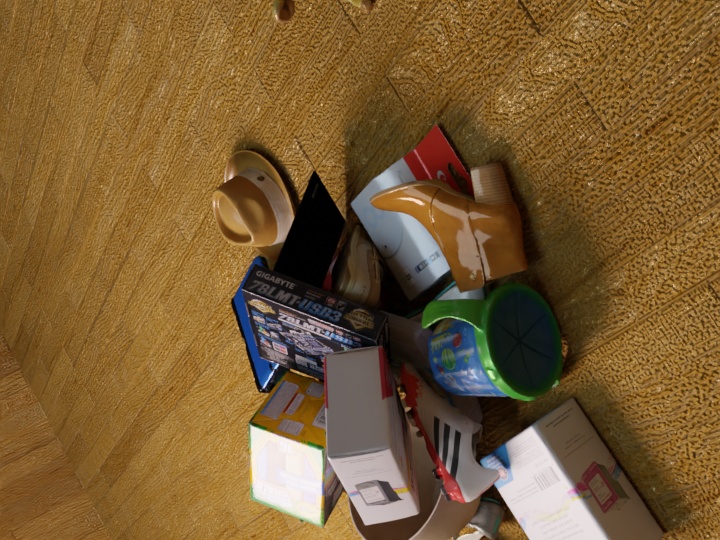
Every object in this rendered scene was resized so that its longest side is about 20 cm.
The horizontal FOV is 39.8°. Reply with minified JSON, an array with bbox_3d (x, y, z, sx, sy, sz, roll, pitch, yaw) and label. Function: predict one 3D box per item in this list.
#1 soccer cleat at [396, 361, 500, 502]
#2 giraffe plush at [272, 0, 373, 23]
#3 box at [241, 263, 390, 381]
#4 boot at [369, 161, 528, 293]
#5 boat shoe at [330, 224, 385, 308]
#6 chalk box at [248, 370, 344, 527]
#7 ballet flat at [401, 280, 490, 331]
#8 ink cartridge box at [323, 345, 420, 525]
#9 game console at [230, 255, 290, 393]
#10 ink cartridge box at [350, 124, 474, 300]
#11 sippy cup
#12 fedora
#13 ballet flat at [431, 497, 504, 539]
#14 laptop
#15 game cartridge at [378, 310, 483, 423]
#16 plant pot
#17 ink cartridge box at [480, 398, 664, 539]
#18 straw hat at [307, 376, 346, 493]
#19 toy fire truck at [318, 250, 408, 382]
[{"bbox_3d":[0.112,0.202,1.294,0.069,0.084,0.202,65,180,-63],"label":"soccer cleat"},{"bbox_3d":[-0.044,-0.381,1.171,0.199,0.161,0.175,-26,90,56],"label":"giraffe plush"},{"bbox_3d":[-0.056,0.089,1.351,0.197,0.050,0.200,19,151,14],"label":"box"},{"bbox_3d":[0.105,-0.044,1.226,0.198,0.070,0.147,-10,92,34],"label":"boot"},{"bbox_3d":[0.000,0.000,1.376,0.065,0.201,0.075,25,115,-8],"label":"boat shoe"},{"bbox_3d":[-0.082,0.272,1.434,0.122,0.125,0.203,16,127,16],"label":"chalk box"},{"bbox_3d":[0.109,0.065,1.335,0.070,0.069,0.200,60,143,6],"label":"ballet flat"},{"bbox_3d":[0.015,0.214,1.280,0.201,0.084,0.150,67,-166,-52],"label":"ink cartridge box"},{"bbox_3d":[-0.132,0.107,1.644,0.172,0.117,0.202,-56,42,34],"label":"game console"},{"bbox_3d":[0.081,-0.070,1.304,0.162,0.047,0.200,59,147,8],"label":"ink cartridge box"},{"bbox_3d":[0.155,0.096,1.216,0.129,0.139,0.180,-20,101,48],"label":"sippy cup"},{"bbox_3d":[-0.183,-0.094,1.617,0.199,0.081,0.204,32,135,38],"label":"fedora"},{"bbox_3d":[0.135,0.375,1.488,0.199,0.067,0.065,-18,52,54],"label":"ballet flat"},{"bbox_3d":[-0.099,-0.014,1.452,0.102,0.180,0.199,31,151,-18],"label":"laptop"},{"bbox_3d":[0.091,0.141,1.371,0.132,0.041,0.201,11,144,46],"label":"game cartridge"},{"bbox_3d":[0.095,0.305,1.414,0.199,0.133,0.204,-29,49,39],"label":"plant pot"},{"bbox_3d":[0.263,0.287,1.252,0.202,0.084,0.145,58,147,12],"label":"ink cartridge box"},{"bbox_3d":[-0.018,0.246,1.597,0.084,0.201,0.204,-26,89,15],"label":"straw hat"},{"bbox_3d":[-0.004,0.091,1.485,0.201,0.111,0.169,50,125,18],"label":"toy fire truck"}]
